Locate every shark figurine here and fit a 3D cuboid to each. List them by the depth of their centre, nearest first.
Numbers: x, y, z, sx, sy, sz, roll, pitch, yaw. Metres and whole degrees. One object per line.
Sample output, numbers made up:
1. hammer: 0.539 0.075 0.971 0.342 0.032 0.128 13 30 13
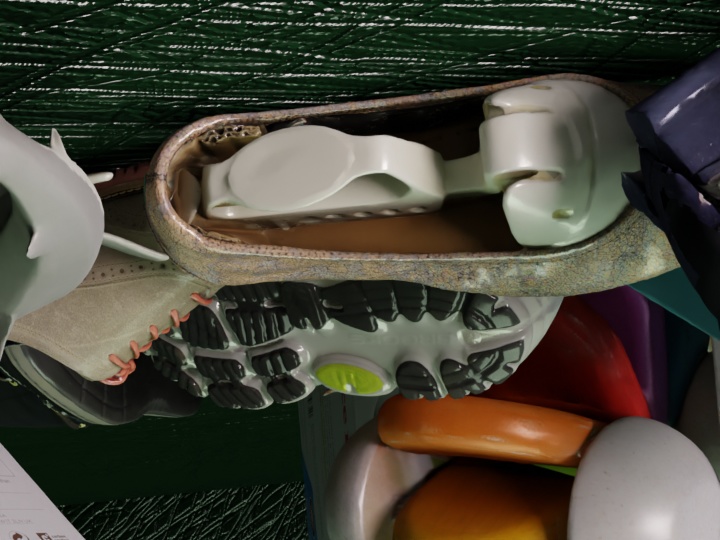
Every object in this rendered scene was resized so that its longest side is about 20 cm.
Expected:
1. shark figurine: -0.108 0.003 0.578 0.127 0.090 0.214 22 168 -17

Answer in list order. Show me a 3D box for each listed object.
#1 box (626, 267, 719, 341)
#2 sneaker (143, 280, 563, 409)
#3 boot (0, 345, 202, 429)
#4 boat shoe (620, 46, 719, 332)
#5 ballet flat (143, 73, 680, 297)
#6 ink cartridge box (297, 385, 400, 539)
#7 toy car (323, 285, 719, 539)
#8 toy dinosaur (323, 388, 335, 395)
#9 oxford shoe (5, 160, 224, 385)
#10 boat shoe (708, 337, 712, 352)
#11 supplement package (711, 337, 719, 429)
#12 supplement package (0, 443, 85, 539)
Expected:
1. box: 0.161 0.007 0.676 0.082 0.050 0.200 1 -161 -30
2. sneaker: -0.011 0.003 0.794 0.198 0.078 0.085 5 -144 29
3. boot: -0.168 0.037 0.932 0.152 0.074 0.203 -4 171 15
4. boat shoe: 0.166 -0.049 0.587 0.199 0.093 0.075 -27 147 -19
5. ballet flat: 0.027 -0.026 0.640 0.198 0.069 0.067 -7 164 8
6. ink cartridge box: 0.020 0.087 1.107 0.084 0.146 0.200 -3 172 -8
7. toy car: 0.083 0.054 0.871 0.174 0.152 0.199 -1 -164 38
8. toy dinosaur: 0.000 0.000 0.891 0.198 0.061 0.106 -7 -156 -13
9. oxford shoe: -0.074 0.002 0.728 0.198 0.076 0.070 -7 171 13
10. boat shoe: 0.168 0.015 0.960 0.198 0.073 0.076 -7 171 14
11. supplement package: 0.250 0.047 0.782 0.146 0.202 0.190 3 169 -42
12. supplement package: -0.210 0.087 0.731 0.200 0.122 0.119 41 -159 33
